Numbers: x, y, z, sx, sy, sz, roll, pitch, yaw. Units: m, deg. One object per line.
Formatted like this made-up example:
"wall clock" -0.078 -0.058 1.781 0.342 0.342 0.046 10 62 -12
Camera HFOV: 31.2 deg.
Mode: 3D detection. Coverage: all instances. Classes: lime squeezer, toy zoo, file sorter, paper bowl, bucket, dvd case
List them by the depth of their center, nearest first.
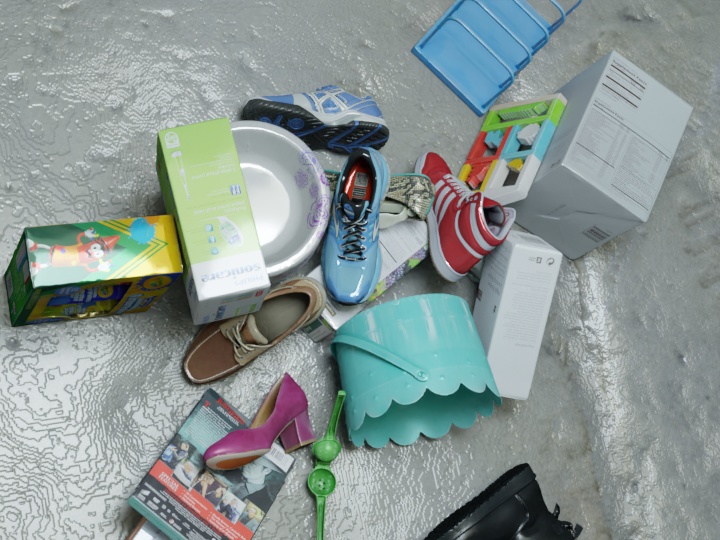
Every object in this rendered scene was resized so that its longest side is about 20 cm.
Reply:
"dvd case" -0.170 0.247 1.518 0.146 0.022 0.200 40 41 -7
"lime squeezer" -0.045 0.240 1.577 0.038 0.071 0.201 9 94 5
"bucket" 0.064 0.125 1.596 0.206 0.207 0.135 -4 66 -23
"paper bowl" -0.141 -0.078 1.611 0.200 0.104 0.202 2 77 -8
"toy zoo" 0.196 -0.153 1.769 0.020 0.131 0.201 42 62 -31
"file sorter" 0.199 -0.351 1.832 0.139 0.123 0.200 42 64 -5

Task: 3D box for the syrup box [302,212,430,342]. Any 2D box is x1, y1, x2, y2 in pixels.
"syrup box" 0.000 0.000 1.671 0.200 0.079 0.082 -40 92 -27

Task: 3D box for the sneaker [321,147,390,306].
"sneaker" -0.013 -0.057 1.570 0.078 0.090 0.201 4 82 9

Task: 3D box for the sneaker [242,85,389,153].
"sneaker" -0.062 -0.205 1.721 0.199 0.076 0.077 7 50 -20

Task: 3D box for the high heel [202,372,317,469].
"high heel" -0.128 0.177 1.537 0.200 0.067 0.096 -8 72 -51

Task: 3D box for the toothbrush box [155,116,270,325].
"toothbrush box" -0.171 -0.053 1.472 0.086 0.146 0.201 -12 79 -12

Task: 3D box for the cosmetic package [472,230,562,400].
"cosmetic package" 0.193 0.055 1.670 0.074 0.102 0.201 10 102 -13

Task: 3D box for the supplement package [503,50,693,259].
"supplement package" 0.321 -0.155 1.784 0.147 0.191 0.200 33 66 -11

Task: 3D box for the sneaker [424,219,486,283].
"sneaker" 0.155 -0.036 1.741 0.200 0.088 0.074 35 66 -7

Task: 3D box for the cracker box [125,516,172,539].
"cracker box" -0.185 0.363 1.500 0.200 0.058 0.134 41 62 -7

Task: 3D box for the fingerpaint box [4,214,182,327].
"fingerpaint box" -0.310 0.004 1.477 0.166 0.200 0.074 -6 78 -24

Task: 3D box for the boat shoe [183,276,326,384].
"boat shoe" -0.134 0.071 1.562 0.200 0.072 0.076 -36 90 5

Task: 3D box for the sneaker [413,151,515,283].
"sneaker" 0.135 -0.093 1.666 0.071 0.112 0.201 20 45 -38

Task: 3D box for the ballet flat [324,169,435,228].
"ballet flat" -0.003 -0.089 1.651 0.199 0.068 0.076 5 61 23

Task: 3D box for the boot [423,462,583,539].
"boot" 0.192 0.360 1.649 0.198 0.073 0.163 -31 91 -27
